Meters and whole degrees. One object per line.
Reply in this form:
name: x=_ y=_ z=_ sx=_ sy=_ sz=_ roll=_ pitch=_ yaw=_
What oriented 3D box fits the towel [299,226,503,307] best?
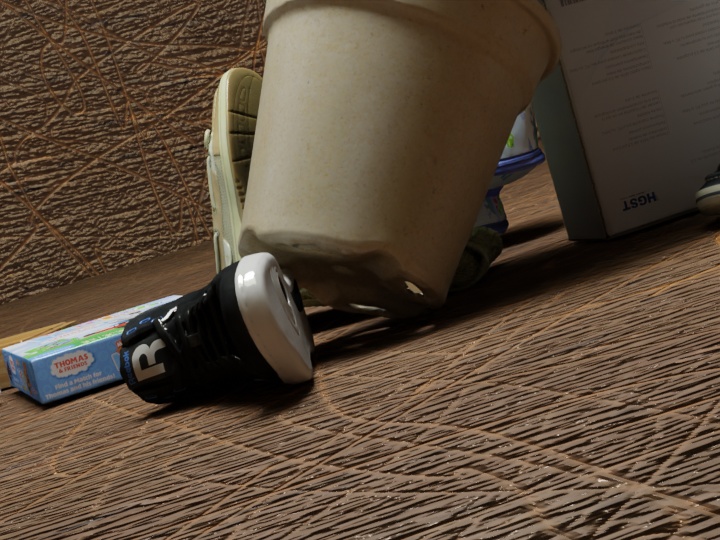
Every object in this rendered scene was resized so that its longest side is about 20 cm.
towel: x=0.000 y=0.000 z=1.241 sx=0.198 sy=0.037 sz=0.148 roll=-8 pitch=5 yaw=11

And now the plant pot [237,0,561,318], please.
plant pot: x=0.010 y=-0.077 z=1.087 sx=0.198 sy=0.185 sz=0.201 roll=13 pitch=-17 yaw=4

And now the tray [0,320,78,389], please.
tray: x=-0.347 y=0.089 z=1.504 sx=0.198 sy=0.037 sz=0.099 roll=-16 pitch=4 yaw=18

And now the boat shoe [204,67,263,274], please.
boat shoe: x=-0.097 y=-0.062 z=1.410 sx=0.063 sy=0.203 sz=0.073 roll=-14 pitch=-6 yaw=40

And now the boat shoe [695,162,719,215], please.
boat shoe: x=0.279 y=-0.080 z=1.164 sx=0.074 sy=0.063 sz=0.199 roll=-10 pitch=9 yaw=42

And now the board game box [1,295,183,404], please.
board game box: x=-0.187 y=0.057 z=1.321 sx=0.150 sy=0.037 sz=0.200 roll=-18 pitch=4 yaw=-17

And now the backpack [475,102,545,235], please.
backpack: x=0.054 y=-0.084 z=1.451 sx=0.198 sy=0.148 sz=0.183 roll=-20 pitch=4 yaw=0

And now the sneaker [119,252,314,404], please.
sneaker: x=-0.087 y=0.044 z=0.980 sx=0.111 sy=0.074 sz=0.200 roll=-19 pitch=-4 yaw=1

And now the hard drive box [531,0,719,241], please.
hard drive box: x=0.204 y=-0.139 z=1.255 sx=0.155 sy=0.202 sz=0.077 roll=-17 pitch=4 yaw=-15
